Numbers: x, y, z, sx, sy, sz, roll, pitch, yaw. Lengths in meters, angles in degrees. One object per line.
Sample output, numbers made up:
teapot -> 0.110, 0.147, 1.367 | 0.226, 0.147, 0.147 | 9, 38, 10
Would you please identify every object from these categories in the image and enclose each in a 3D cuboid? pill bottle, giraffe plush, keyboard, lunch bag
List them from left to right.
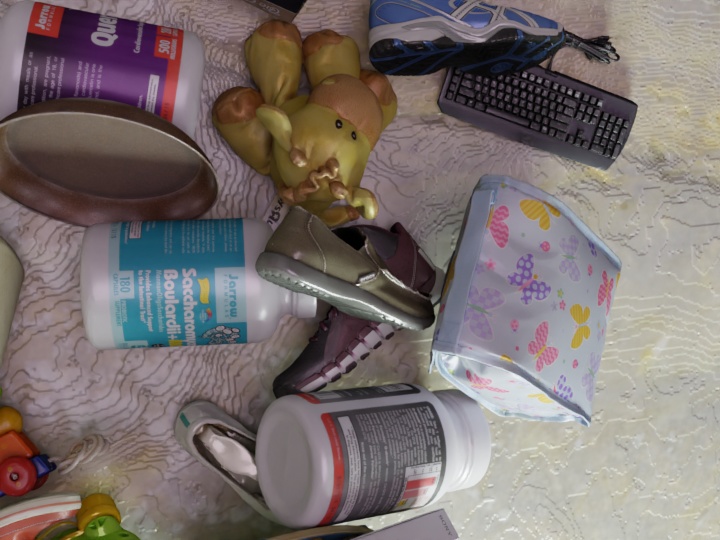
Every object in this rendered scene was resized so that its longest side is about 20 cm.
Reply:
pill bottle -> -0.236, -0.163, 0.947 | 0.198, 0.112, 0.114 | 8, 94, -14
pill bottle -> -0.139, 0.010, 0.979 | 0.198, 0.111, 0.112 | -3, 96, -6
giraffe plush -> -0.040, -0.117, 0.971 | 0.171, 0.162, 0.202 | 11, 93, -14
pill bottle -> 0.015, 0.163, 1.011 | 0.199, 0.115, 0.117 | -1, 96, -35
lunch bag -> 0.135, 0.027, 0.996 | 0.200, 0.126, 0.171 | 34, 64, -49
keyboard -> 0.182, -0.184, 1.090 | 0.198, 0.021, 0.128 | 17, 92, -15

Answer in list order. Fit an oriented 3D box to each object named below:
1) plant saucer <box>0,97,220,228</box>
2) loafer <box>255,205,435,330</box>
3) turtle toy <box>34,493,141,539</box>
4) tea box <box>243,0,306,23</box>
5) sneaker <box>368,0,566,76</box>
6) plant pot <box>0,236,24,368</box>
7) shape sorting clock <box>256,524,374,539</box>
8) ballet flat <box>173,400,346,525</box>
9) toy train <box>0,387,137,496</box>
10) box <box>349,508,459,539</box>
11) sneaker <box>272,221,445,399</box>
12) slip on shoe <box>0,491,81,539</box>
plant saucer -> -0.215, -0.089, 0.932 | 0.198, 0.200, 0.032 | 7, 66, -13
loafer -> 0.000, 0.000, 0.941 | 0.199, 0.075, 0.070 | 24, 79, -48
turtle toy -> -0.262, 0.302, 0.986 | 0.199, 0.146, 0.102 | -26, 135, -9
tea box -> -0.099, -0.333, 0.907 | 0.199, 0.197, 0.135 | 23, 71, -15
sneaker -> 0.099, -0.226, 1.021 | 0.198, 0.076, 0.078 | -2, 70, -23
plant pot -> -0.379, 0.035, 0.867 | 0.198, 0.177, 0.202 | 13, 66, -14
shape sorting clock -> -0.076, 0.274, 0.999 | 0.198, 0.200, 0.040 | -12, 65, -12
ballet flat -> -0.088, 0.193, 1.042 | 0.199, 0.069, 0.070 | 36, 87, -14
toy train -> -0.311, 0.140, 0.983 | 0.199, 0.085, 0.116 | -27, 88, -9
box -> -0.018, 0.283, 0.989 | 0.143, 0.200, 0.037 | -9, 61, -37
sneaker -> -0.022, 0.026, 1.045 | 0.199, 0.076, 0.116 | -36, 96, -17
slip on shoe -> -0.326, 0.246, 0.954 | 0.199, 0.074, 0.062 | -28, 85, -7
